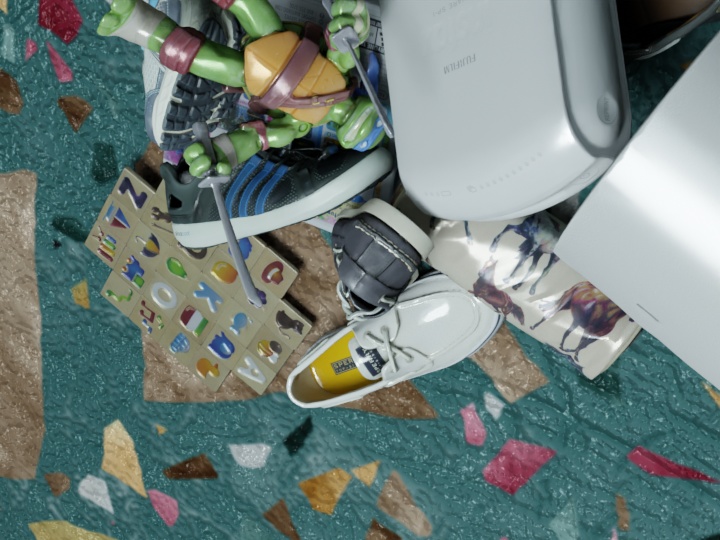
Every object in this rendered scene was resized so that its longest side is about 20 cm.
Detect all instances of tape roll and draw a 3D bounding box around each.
[{"bbox_3d":[0.225,-0.047,0.765,0.139,0.203,0.203,41,125,9],"label":"tape roll"}]

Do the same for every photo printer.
[{"bbox_3d":[0.084,-0.133,0.829,0.166,0.069,0.201,-15,78,51],"label":"photo printer"}]

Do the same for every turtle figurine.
[{"bbox_3d":[-0.068,-0.127,0.854,0.194,0.200,0.144,36,140,-8],"label":"turtle figurine"}]

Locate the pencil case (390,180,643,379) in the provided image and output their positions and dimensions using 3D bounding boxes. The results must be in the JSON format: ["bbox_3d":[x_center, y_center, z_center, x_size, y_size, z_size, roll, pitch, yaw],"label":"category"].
[{"bbox_3d":[0.113,-0.011,0.922,0.200,0.078,0.090,36,111,12],"label":"pencil case"}]

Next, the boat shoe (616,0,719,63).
[{"bbox_3d":[0.153,-0.160,0.840,0.199,0.068,0.072,-16,103,38],"label":"boat shoe"}]

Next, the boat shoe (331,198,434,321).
[{"bbox_3d":[0.000,0.000,0.930,0.073,0.063,0.200,38,170,-1],"label":"boat shoe"}]

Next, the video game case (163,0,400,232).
[{"bbox_3d":[-0.054,-0.130,1.002,0.199,0.024,0.183,22,121,20],"label":"video game case"}]

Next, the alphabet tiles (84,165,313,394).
[{"bbox_3d":[-0.136,0.010,1.109,0.200,0.006,0.167,40,130,4],"label":"alphabet tiles"}]

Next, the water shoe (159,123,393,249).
[{"bbox_3d":[-0.071,-0.071,0.980,0.199,0.071,0.079,-15,101,33],"label":"water shoe"}]

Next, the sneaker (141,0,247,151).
[{"bbox_3d":[-0.128,-0.186,0.970,0.086,0.077,0.201,28,116,30],"label":"sneaker"}]

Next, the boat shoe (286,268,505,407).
[{"bbox_3d":[0.022,0.056,1.011,0.200,0.070,0.071,-24,98,36],"label":"boat shoe"}]
